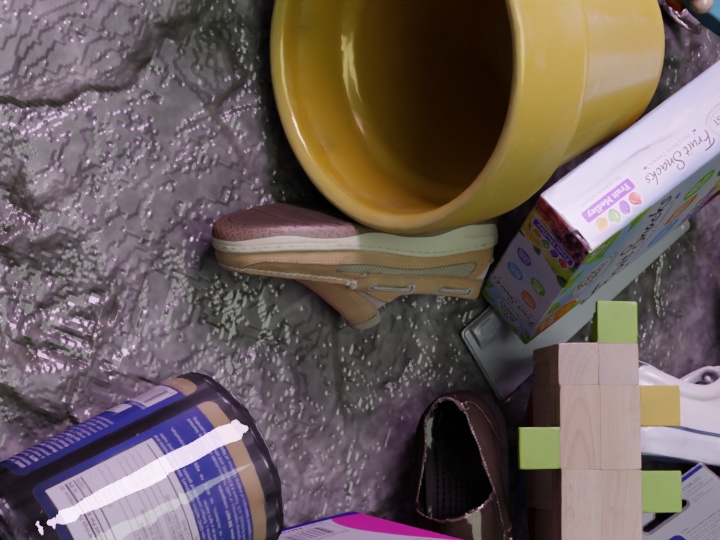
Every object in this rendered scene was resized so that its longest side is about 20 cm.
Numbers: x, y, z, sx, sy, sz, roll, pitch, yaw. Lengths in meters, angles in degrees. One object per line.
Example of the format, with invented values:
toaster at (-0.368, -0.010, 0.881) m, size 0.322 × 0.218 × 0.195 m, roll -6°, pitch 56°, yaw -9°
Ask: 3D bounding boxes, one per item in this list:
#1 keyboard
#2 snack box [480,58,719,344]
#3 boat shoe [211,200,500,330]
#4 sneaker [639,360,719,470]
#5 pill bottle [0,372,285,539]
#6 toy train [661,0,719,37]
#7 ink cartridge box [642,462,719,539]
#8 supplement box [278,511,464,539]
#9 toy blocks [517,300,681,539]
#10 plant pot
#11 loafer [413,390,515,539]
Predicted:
keyboard at (0.148, 0.005, 1.293) m, size 0.200 × 0.011 × 0.057 m, roll -40°, pitch 115°, yaw -24°
snack box at (0.178, -0.051, 1.224) m, size 0.199 × 0.142 × 0.053 m, roll -35°, pitch 75°, yaw -25°
boat shoe at (0.000, 0.000, 1.173) m, size 0.198 × 0.072 × 0.077 m, roll -2°, pitch 107°, yaw -30°
sneaker at (0.255, 0.102, 1.321) m, size 0.199 × 0.073 × 0.072 m, roll 12°, pitch 82°, yaw -32°
pill bottle at (-0.150, 0.143, 1.053) m, size 0.199 × 0.112 × 0.113 m, roll -25°, pitch 103°, yaw -28°
toy train at (0.191, -0.216, 1.240) m, size 0.199 × 0.150 × 0.056 m, roll 34°, pitch 98°, yaw -34°
ink cartridge box at (0.257, 0.199, 1.313) m, size 0.095 × 0.037 × 0.200 m, roll -40°, pitch 120°, yaw 23°
supplement box at (0.014, 0.208, 1.100) m, size 0.100 × 0.199 × 0.104 m, roll -10°, pitch 95°, yaw -30°
toy blocks at (0.136, 0.125, 1.217) m, size 0.099 × 0.137 × 0.202 m, roll 1°, pitch 84°, yaw -6°
plant pot at (0.077, -0.133, 1.154) m, size 0.188 × 0.200 × 0.203 m, roll -11°, pitch 96°, yaw -47°
loafer at (0.058, 0.167, 1.174) m, size 0.071 × 0.072 × 0.202 m, roll 39°, pitch 40°, yaw -63°
